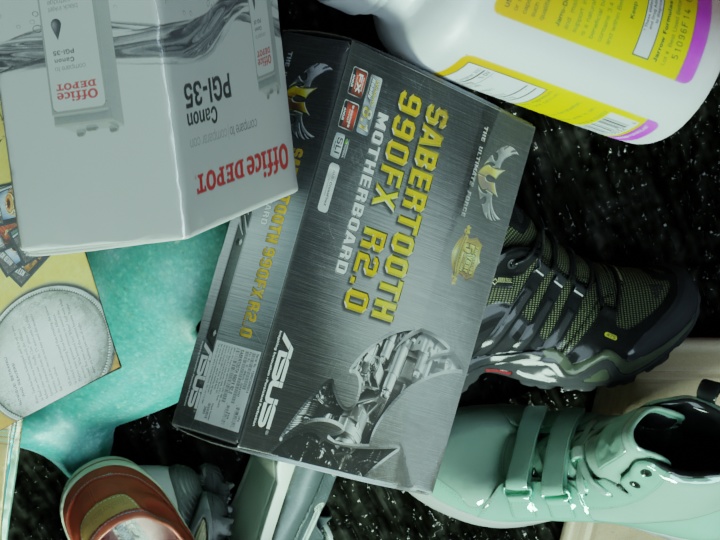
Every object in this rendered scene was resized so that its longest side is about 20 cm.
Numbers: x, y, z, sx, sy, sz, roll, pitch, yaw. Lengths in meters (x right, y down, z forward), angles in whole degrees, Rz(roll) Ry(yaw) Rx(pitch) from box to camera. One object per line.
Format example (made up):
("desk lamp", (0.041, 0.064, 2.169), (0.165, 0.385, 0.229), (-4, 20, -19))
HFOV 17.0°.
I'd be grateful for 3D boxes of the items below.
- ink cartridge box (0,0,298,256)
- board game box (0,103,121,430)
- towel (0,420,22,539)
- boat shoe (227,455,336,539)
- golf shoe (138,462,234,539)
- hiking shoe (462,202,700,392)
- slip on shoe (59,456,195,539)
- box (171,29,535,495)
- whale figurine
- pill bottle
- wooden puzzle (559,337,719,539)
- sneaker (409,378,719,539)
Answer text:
("ink cartridge box", (-0.096, -0.117, 1.046), (0.083, 0.146, 0.201), (-4, 99, 19))
("board game box", (-0.193, -0.016, 1.047), (0.135, 0.035, 0.200), (-28, 121, -24))
("towel", (-0.245, 0.084, 1.216), (0.146, 0.022, 0.200), (9, 117, 0))
("boat shoe", (-0.037, 0.140, 1.319), (0.062, 0.073, 0.200), (11, 108, -21))
("golf shoe", (-0.133, 0.193, 1.319), (0.094, 0.078, 0.200), (10, 107, -13))
("hiking shoe", (0.093, 0.009, 1.293), (0.199, 0.076, 0.101), (-7, 123, -16))
("slip on shoe", (-0.086, 0.184, 1.250), (0.074, 0.061, 0.200), (-34, 115, 0))
("box", (0.000, 0.000, 1.180), (0.158, 0.048, 0.201), (20, 85, -50))
("whale figurine", (-0.109, 0.031, 1.213), (0.159, 0.104, 0.200), (31, 106, -31))
("pill bottle", (0.077, -0.137, 1.190), (0.200, 0.104, 0.104), (17, 110, -27))
("wooden puzzle", (0.208, 0.118, 1.423), (0.185, 0.037, 0.200), (1, 121, -21))
("sneaker", (0.116, 0.092, 1.299), (0.200, 0.074, 0.118), (7, 154, 5))
